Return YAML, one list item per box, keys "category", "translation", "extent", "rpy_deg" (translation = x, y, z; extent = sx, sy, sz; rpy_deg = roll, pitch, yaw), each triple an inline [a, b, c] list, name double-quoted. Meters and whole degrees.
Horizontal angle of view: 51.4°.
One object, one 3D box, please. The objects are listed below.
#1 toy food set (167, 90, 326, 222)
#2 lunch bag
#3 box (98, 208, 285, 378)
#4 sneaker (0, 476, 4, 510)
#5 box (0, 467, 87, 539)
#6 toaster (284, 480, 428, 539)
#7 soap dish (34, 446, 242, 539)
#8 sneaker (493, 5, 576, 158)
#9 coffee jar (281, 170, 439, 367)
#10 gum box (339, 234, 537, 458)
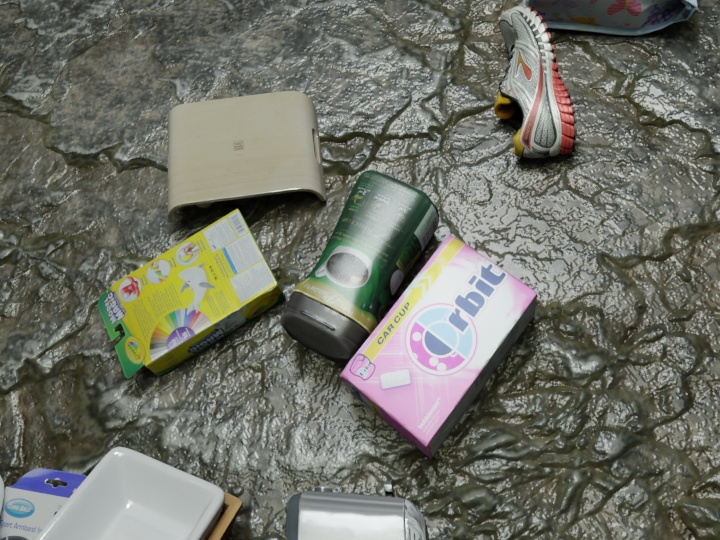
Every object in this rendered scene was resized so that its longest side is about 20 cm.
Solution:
- category: "toy food set"
  translation: [-0.145, -0.137, 0.925]
  extent: [0.194, 0.061, 0.147]
  rpy_deg: [-7, 64, -1]
- category: "lunch bag"
  translation: [0.307, -0.389, 0.901]
  extent: [0.194, 0.128, 0.174]
  rpy_deg: [10, 70, 8]
- category: "box"
  translation: [-0.196, 0.032, 0.859]
  extent: [0.197, 0.049, 0.119]
  rpy_deg: [-30, 64, -5]
- category: "sneaker"
  translation: [-0.418, 0.308, 0.740]
  extent: [0.115, 0.073, 0.202]
  rpy_deg: [-40, 34, 23]
- category: "box"
  translation: [-0.332, 0.312, 0.767]
  extent: [0.116, 0.042, 0.205]
  rpy_deg: [5, 65, 14]
- category: "toaster"
  translation: [0.001, 0.294, 0.664]
  extent: [0.125, 0.114, 0.205]
  rpy_deg: [-5, 63, 7]
- category: "soap dish"
  translation: [-0.222, 0.276, 0.699]
  extent: [0.154, 0.083, 0.201]
  rpy_deg: [16, 41, 17]
- category: "sneaker"
  translation: [0.191, -0.223, 0.876]
  extent: [0.080, 0.078, 0.205]
  rpy_deg: [-13, 64, 7]
- category: "coffee jar"
  translation: [0.000, 0.000, 0.810]
  extent: [0.102, 0.086, 0.203]
  rpy_deg: [25, 72, 19]
- category: "gum box"
  translation: [0.086, 0.071, 0.770]
  extent: [0.113, 0.066, 0.201]
  rpy_deg: [35, 76, 21]
